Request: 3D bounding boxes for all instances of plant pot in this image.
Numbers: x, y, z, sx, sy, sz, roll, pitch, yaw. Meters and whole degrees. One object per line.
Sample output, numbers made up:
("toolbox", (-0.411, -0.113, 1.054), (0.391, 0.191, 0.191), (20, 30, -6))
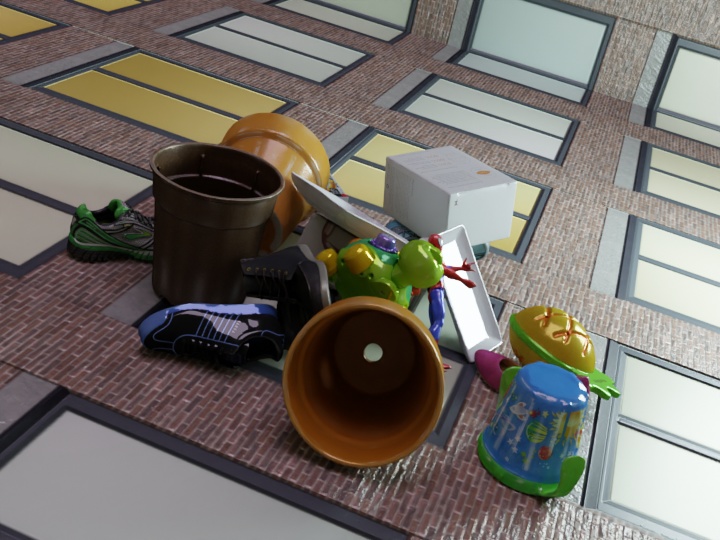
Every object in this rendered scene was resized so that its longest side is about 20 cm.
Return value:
("plant pot", (0.012, 0.125, 1.247), (0.196, 0.204, 0.183), (16, 10, 4))
("plant pot", (-0.165, -0.128, 1.632), (0.196, 0.203, 0.185), (15, 41, 1))
("plant pot", (-0.228, -0.059, 1.447), (0.196, 0.202, 0.201), (12, 26, -6))

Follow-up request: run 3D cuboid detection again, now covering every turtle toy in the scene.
("turtle toy", (0.035, 0.008, 1.372), (0.198, 0.147, 0.101), (-8, 31, 53))

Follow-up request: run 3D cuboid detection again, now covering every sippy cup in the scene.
("sippy cup", (0.233, 0.198, 1.262), (0.176, 0.133, 0.139), (31, 31, 29))

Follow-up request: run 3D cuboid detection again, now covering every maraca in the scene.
("maraca", (0.306, 0.127, 1.466), (0.199, 0.108, 0.136), (41, 23, 28))

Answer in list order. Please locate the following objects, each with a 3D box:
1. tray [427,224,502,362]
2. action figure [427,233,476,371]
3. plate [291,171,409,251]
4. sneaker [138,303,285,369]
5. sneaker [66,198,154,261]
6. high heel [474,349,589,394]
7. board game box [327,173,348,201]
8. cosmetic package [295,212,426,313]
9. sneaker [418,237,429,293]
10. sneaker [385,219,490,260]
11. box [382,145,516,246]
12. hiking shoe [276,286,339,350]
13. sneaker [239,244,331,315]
("tray", (0.159, 0.036, 1.523), (0.022, 0.204, 0.107), (-18, 2, 39))
("action figure", (0.137, 0.045, 1.435), (0.097, 0.205, 0.065), (-2, -12, -8))
("plate", (-0.006, -0.077, 1.535), (0.198, 0.033, 0.199), (28, 6, -35))
("sneaker", (-0.198, 0.093, 1.312), (0.196, 0.071, 0.079), (-6, 47, -15))
("sneaker", (-0.356, -0.065, 1.522), (0.197, 0.087, 0.078), (-4, 31, -35))
("high heel", (0.246, 0.146, 1.407), (0.066, 0.098, 0.200), (-7, 34, -36))
("board game box", (-0.115, -0.177, 1.921), (0.124, 0.035, 0.201), (1, 29, -24))
("cosmetic package", (0.000, 0.000, 1.518), (0.198, 0.088, 0.103), (30, 3, 16))
("sneaker", (0.142, 0.013, 1.619), (0.074, 0.086, 0.200), (-9, -20, 23))
("sneaker", (0.137, -0.033, 1.741), (0.195, 0.081, 0.096), (3, 32, -1))
("box", (0.154, -0.131, 1.717), (0.150, 0.108, 0.200), (-12, 31, -29))
("hiking shoe", (-0.074, 0.057, 1.439), (0.098, 0.077, 0.201), (9, 26, -3))
("sneaker", (-0.103, 0.025, 1.332), (0.104, 0.076, 0.200), (-12, 18, -13))
